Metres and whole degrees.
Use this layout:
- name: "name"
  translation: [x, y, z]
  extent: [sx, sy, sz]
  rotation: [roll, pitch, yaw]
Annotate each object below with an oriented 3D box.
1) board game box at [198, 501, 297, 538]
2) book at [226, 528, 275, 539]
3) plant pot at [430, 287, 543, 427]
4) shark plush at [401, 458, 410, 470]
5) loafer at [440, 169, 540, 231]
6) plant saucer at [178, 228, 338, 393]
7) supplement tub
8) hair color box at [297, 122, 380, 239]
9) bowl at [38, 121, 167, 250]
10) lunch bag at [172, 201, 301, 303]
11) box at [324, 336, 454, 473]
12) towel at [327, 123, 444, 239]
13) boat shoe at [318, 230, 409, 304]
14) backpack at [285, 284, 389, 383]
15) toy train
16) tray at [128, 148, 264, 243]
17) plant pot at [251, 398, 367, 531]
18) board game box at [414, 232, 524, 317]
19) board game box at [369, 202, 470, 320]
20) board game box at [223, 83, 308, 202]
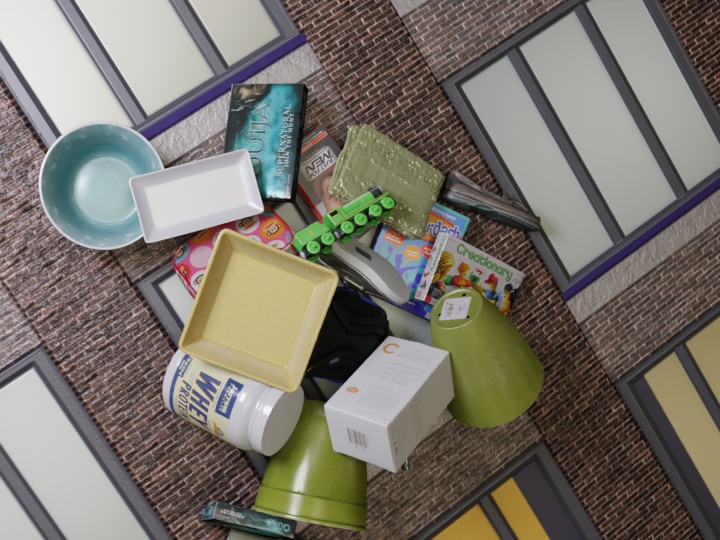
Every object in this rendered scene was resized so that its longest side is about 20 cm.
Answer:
- name: "board game box"
  translation: [-0.191, 0.415, 1.429]
  extent: [0.133, 0.200, 0.029]
  rotation: [17, 69, -12]
- name: "book"
  translation: [-0.151, 0.527, 1.489]
  extent: [0.197, 0.048, 0.135]
  rotation: [19, 122, -13]
- name: "plant pot"
  translation: [0.197, 0.134, 1.484]
  extent: [0.186, 0.187, 0.201]
  rotation: [-38, 127, -10]
- name: "shark plush"
  translation: [0.077, 0.251, 1.547]
  extent: [0.090, 0.083, 0.203]
  rotation: [16, 87, -13]
- name: "loafer"
  translation: [0.248, -0.129, 1.592]
  extent: [0.197, 0.072, 0.064]
  rotation: [18, 81, -10]
- name: "plant saucer"
  translation: [-0.157, 0.062, 1.348]
  extent: [0.197, 0.048, 0.203]
  rotation: [21, 91, -6]
- name: "supplement tub"
  translation: [-0.207, 0.203, 1.412]
  extent: [0.198, 0.145, 0.147]
  rotation: [22, 85, 22]
- name: "hair color box"
  translation: [-0.052, -0.146, 1.525]
  extent: [0.101, 0.061, 0.201]
  rotation: [-38, 99, -11]
- name: "bowl"
  translation: [-0.419, -0.135, 1.418]
  extent: [0.198, 0.105, 0.204]
  rotation: [0, 90, -14]
- name: "lunch bag"
  translation: [-0.197, -0.014, 1.436]
  extent: [0.199, 0.176, 0.082]
  rotation: [-36, 141, -12]
- name: "box"
  translation: [0.051, 0.212, 1.404]
  extent: [0.200, 0.123, 0.099]
  rotation: [-43, 133, -42]
- name: "towel"
  translation: [0.047, -0.154, 1.508]
  extent: [0.198, 0.036, 0.150]
  rotation: [27, 73, -17]
- name: "boat shoe"
  translation: [0.000, 0.000, 1.495]
  extent: [0.199, 0.071, 0.064]
  rotation: [38, 122, -21]
- name: "backpack"
  translation: [-0.055, 0.099, 1.478]
  extent: [0.199, 0.167, 0.165]
  rotation: [19, 90, -45]
- name: "toy train"
  translation: [-0.026, -0.080, 1.424]
  extent: [0.199, 0.042, 0.057]
  rotation: [-33, 72, -26]
- name: "tray"
  translation: [-0.263, -0.120, 1.391]
  extent: [0.197, 0.022, 0.109]
  rotation: [-16, 95, -14]
- name: "plant pot"
  translation: [-0.069, 0.326, 1.471]
  extent: [0.197, 0.200, 0.196]
  rotation: [14, 76, -13]
- name: "board game box"
  translation: [0.201, 0.027, 1.569]
  extent: [0.198, 0.034, 0.128]
  rotation: [24, 85, -31]
- name: "board game box"
  translation: [0.093, -0.032, 1.568]
  extent: [0.150, 0.045, 0.202]
  rotation: [23, 85, -12]
- name: "board game box"
  translation: [-0.165, -0.217, 1.462]
  extent: [0.133, 0.028, 0.203]
  rotation: [2, 78, 15]
